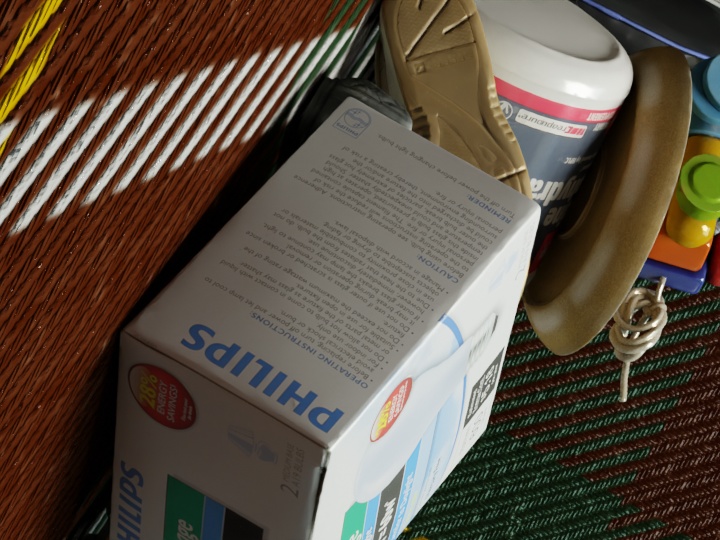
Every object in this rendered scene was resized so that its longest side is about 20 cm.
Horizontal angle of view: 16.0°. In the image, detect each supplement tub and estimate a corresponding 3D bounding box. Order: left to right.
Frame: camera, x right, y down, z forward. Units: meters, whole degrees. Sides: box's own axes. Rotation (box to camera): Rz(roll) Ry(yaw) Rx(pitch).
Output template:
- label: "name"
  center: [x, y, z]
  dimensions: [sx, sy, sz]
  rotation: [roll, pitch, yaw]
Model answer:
- label: "supplement tub"
  center: [0.064, -0.069, 1.550]
  dimensions: [0.201, 0.140, 0.140]
  rotation: [-64, 173, 24]

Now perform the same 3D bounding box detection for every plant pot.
- label: "plant pot"
  center: [0.143, -0.047, 1.565]
  dimensions: [0.200, 0.027, 0.201]
  rotation: [-159, -90, -77]

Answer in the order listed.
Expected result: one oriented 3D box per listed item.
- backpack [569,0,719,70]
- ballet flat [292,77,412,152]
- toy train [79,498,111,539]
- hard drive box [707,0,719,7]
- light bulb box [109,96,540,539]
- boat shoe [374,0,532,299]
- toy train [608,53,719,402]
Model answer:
- label: "backpack"
  center: [0.140, -0.126, 1.726]
  dimensions: [0.200, 0.182, 0.147]
  rotation: [-57, -162, 36]
- label: "ballet flat"
  center: [-0.012, -0.043, 1.438]
  dimensions: [0.067, 0.057, 0.200]
  rotation: [-58, 173, -22]
- label: "toy train"
  center: [-0.107, 0.176, 1.395]
  dimensions: [0.200, 0.114, 0.085]
  rotation: [-57, 171, -37]
- label: "hard drive box"
  center: [0.213, -0.242, 1.695]
  dimensions: [0.077, 0.199, 0.156]
  rotation: [-63, 174, 18]
- label: "light bulb box"
  center: [-0.022, 0.058, 1.326]
  dimensions: [0.200, 0.125, 0.199]
  rotation: [-48, 160, -36]
- label: "boat shoe"
  center: [0.050, -0.065, 1.437]
  dimensions: [0.069, 0.073, 0.201]
  rotation: [156, -74, -81]
- label: "toy train"
  center: [0.196, -0.028, 1.540]
  dimensions: [0.116, 0.084, 0.201]
  rotation: [115, -10, -68]
